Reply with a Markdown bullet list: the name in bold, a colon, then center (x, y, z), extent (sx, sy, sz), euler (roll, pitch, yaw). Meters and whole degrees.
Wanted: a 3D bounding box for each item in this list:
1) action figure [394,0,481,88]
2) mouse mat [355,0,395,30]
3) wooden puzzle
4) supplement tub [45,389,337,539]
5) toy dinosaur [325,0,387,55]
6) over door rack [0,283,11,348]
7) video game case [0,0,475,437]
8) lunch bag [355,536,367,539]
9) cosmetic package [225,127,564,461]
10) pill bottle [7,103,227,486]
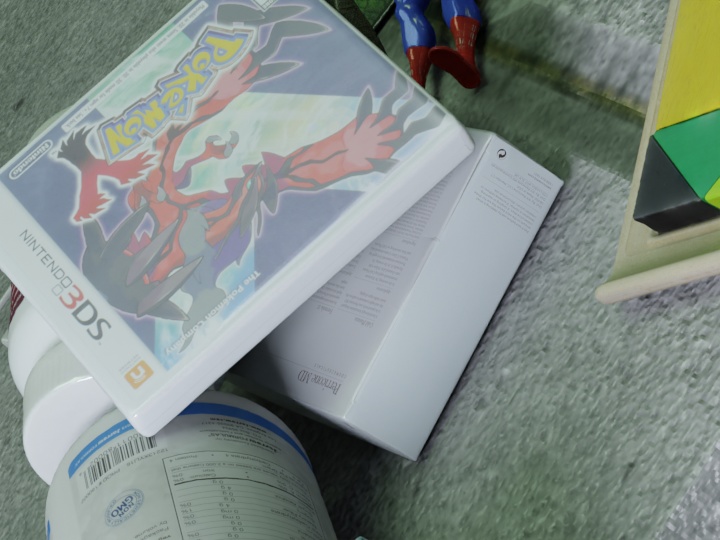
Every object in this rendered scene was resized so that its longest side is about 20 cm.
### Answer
- **action figure**: center (0.036, -0.170, 1.470), extent (0.065, 0.052, 0.200), euler (-38, 32, 35)
- **mouse mat**: center (-0.001, -0.197, 1.610), extent (0.161, 0.008, 0.200), euler (-53, 26, 10)
- **wooden puzzle**: center (0.178, -0.088, 1.159), extent (0.185, 0.037, 0.200), euler (-18, 47, 52)
- **supplement tub**: center (-0.066, 0.154, 1.214), extent (0.132, 0.132, 0.200), euler (-50, 29, 16)
- **toy dinosaur**: center (-0.024, -0.062, 1.339), extent (0.102, 0.077, 0.200), euler (23, 70, 35)
- **over door rack**: center (-0.141, -0.010, 1.564), extent (0.200, 0.067, 0.148), euler (-45, 22, -21)
- **video game case**: center (-0.072, -0.043, 1.285), extent (0.200, 0.023, 0.182), euler (-41, 49, -5)
- **lunch bag**: center (-0.009, 0.220, 1.030), extent (0.170, 0.127, 0.200), euler (-50, 40, 15)
- **cosmetic package**: center (0.000, 0.000, 1.352), extent (0.151, 0.052, 0.200), euler (-60, 27, -7)
- **pill bottle**: center (-0.119, 0.014, 1.366), extent (0.110, 0.109, 0.200), euler (-42, 32, 29)
